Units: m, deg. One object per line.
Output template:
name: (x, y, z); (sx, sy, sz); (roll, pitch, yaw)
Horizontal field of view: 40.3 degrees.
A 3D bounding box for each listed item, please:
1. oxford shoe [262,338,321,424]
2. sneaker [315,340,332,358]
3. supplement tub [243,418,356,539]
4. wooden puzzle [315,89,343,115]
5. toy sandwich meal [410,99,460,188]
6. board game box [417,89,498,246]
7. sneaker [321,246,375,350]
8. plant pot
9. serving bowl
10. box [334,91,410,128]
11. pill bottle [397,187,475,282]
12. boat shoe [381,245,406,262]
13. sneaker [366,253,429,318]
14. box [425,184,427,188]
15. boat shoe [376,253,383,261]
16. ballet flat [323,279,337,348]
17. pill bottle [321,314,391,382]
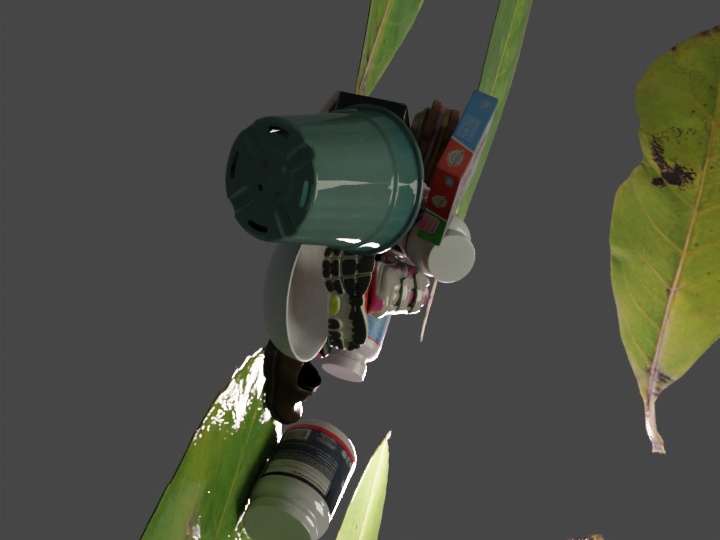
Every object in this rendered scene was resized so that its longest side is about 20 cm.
oxford shoe: (-0.105, 0.190, 1.572); (0.201, 0.083, 0.073); (89, 19, -51)
sneaker: (-0.027, 0.065, 1.748); (0.074, 0.086, 0.202); (74, 33, -64)
supplement tub: (-0.099, 0.360, 1.634); (0.201, 0.139, 0.142); (-60, 159, -49)
wooden puzzle: (-0.077, -0.149, 1.472); (0.186, 0.037, 0.202); (-60, 163, -51)
toy sandwich meal: (0.106, -0.167, 1.546); (0.205, 0.069, 0.208); (13, 90, -84)
board game box: (0.145, -0.151, 1.480); (0.201, 0.040, 0.154); (100, 15, -62)
sneaker: (-0.020, 0.015, 1.443); (0.085, 0.076, 0.203); (-86, -178, -68)
plant pot: (-0.053, -0.115, 1.239); (0.195, 0.199, 0.203); (-6, 111, -54)
serving bowl: (-0.092, 0.026, 1.413); (0.200, 0.065, 0.203); (9, 90, -70)
box: (0.011, -0.165, 1.498); (0.200, 0.106, 0.150); (56, 47, -81)
pill bottle: (0.120, -0.058, 1.646); (0.200, 0.111, 0.114); (-124, -142, -61)
boat shoe: (0.038, -0.031, 1.772); (0.060, 0.072, 0.200); (-54, -169, 3)
sneaker: (0.062, 0.028, 1.538); (0.200, 0.087, 0.082); (-44, 151, -68)
box: (0.091, -0.131, 1.844); (0.200, 0.094, 0.101); (-166, -89, -72)
boat shoe: (0.000, 0.000, 1.602); (0.072, 0.067, 0.202); (33, 72, -63)
ballet flat: (-0.032, 0.020, 1.531); (0.072, 0.071, 0.203); (-30, 112, -71)
pill bottle: (-0.004, 0.099, 1.831); (0.109, 0.107, 0.202); (72, 34, -65)
